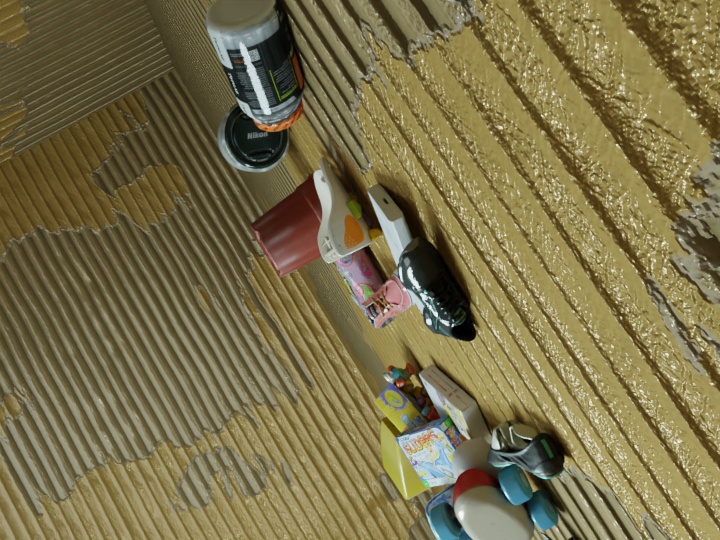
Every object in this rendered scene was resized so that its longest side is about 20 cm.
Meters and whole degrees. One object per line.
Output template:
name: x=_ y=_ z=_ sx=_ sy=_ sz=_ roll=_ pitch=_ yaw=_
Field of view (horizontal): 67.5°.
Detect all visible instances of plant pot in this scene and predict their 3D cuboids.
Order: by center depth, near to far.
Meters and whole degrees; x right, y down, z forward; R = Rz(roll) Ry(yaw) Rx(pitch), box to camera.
plant pot: x=-0.154 y=-0.097 z=1.324 sx=0.203 sy=0.193 sz=0.201 roll=55 pitch=170 yaw=15
plant pot: x=0.164 y=0.530 z=1.649 sx=0.200 sy=0.196 sz=0.180 roll=-152 pitch=42 yaw=-70

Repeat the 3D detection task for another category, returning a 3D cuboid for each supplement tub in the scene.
supplement tub: x=-0.163 y=-0.339 z=0.885 sx=0.123 sy=0.121 sz=0.202 roll=51 pitch=167 yaw=34

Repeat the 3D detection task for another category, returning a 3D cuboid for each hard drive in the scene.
hard drive: x=0.070 y=-0.027 z=0.870 sx=0.133 sy=0.026 sz=0.203 roll=-117 pitch=2 yaw=-57

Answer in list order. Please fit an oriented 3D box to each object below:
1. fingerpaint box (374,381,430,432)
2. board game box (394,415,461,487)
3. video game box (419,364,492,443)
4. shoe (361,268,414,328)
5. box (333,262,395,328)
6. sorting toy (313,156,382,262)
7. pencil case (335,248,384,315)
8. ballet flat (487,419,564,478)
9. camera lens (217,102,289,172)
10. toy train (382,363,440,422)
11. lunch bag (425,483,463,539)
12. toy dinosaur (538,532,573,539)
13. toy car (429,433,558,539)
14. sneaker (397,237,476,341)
fingerpaint box: x=0.143 y=0.383 z=1.394 sx=0.200 sy=0.074 sz=0.167 roll=44 pitch=-175 yaw=17
board game box: x=0.171 y=0.412 z=1.215 sx=0.137 sy=0.034 sz=0.200 roll=56 pitch=145 yaw=7
video game box: x=0.218 y=0.324 z=1.168 sx=0.203 sy=0.046 sz=0.182 roll=63 pitch=170 yaw=-24
shoe: x=0.056 y=0.063 z=1.071 sx=0.072 sy=0.090 sz=0.200 roll=55 pitch=169 yaw=12
box: x=0.002 y=0.039 z=1.381 sx=0.163 sy=0.049 sz=0.200 roll=61 pitch=170 yaw=-27
sorting toy: x=-0.046 y=-0.122 z=1.044 sx=0.184 sy=0.105 sz=0.200 roll=66 pitch=170 yaw=-2
pencil case: x=0.000 y=0.000 z=1.196 sx=0.203 sy=0.086 sz=0.087 roll=60 pitch=169 yaw=-9
ballet flat: x=0.249 y=0.272 z=0.844 sx=0.070 sy=0.067 sz=0.200 roll=66 pitch=161 yaw=7
camera lens: x=-0.260 y=-0.320 z=1.290 sx=0.162 sy=0.158 sz=0.200 roll=61 pitch=169 yaw=-19
toy train: x=0.147 y=0.303 z=1.345 sx=0.200 sy=0.056 sz=0.150 roll=44 pitch=-176 yaw=6
lunch bag: x=0.249 y=0.524 z=1.165 sx=0.160 sy=0.197 sz=0.084 roll=34 pitch=148 yaw=61
toy dinosaur: x=0.394 y=0.534 z=0.914 sx=0.201 sy=0.077 sz=0.102 roll=51 pitch=180 yaw=12
toy car: x=0.233 y=0.395 z=1.006 sx=0.177 sy=0.183 sz=0.202 roll=44 pitch=-159 yaw=-23
sneaker: x=0.119 y=0.032 z=0.784 sx=0.079 sy=0.075 sz=0.201 roll=32 pitch=162 yaw=46
